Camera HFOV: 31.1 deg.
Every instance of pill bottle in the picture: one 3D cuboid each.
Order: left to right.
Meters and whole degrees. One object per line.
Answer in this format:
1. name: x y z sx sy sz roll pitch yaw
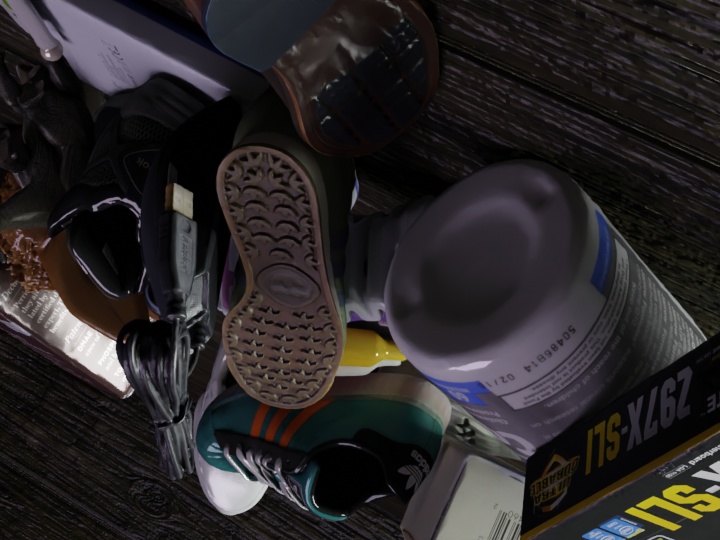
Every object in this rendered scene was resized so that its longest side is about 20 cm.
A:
1. pill bottle: 0.110 0.046 0.648 0.113 0.115 0.200 16 160 48

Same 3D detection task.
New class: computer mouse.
1. computer mouse: -0.091 -0.015 0.618 0.045 0.203 0.141 6 152 0

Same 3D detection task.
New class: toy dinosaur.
1. toy dinosaur: -0.200 -0.085 0.841 0.103 0.076 0.202 55 -163 -51

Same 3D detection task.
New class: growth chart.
1. growth chart: -0.250 -0.195 0.743 0.199 0.018 0.145 35 168 28

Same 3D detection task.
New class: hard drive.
1. hard drive: -0.095 -0.104 0.757 0.198 0.026 0.132 29 167 13

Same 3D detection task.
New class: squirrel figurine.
1. squirrel figurine: -0.202 -0.026 1.077 0.197 0.144 0.187 18 180 9

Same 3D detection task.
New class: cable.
1. cable: 0.047 0.050 0.809 0.196 0.051 0.097 8 176 -2

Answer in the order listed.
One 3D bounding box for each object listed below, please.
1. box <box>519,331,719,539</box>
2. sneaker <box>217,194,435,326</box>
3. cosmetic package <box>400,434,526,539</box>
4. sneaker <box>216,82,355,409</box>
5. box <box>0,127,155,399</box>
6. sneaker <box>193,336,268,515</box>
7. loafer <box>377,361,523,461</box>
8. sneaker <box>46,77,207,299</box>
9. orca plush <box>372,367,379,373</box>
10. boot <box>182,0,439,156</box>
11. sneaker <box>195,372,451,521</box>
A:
1. box: 0.185 0.091 0.553 0.158 0.050 0.200 23 144 -17
2. sneaker: 0.000 0.000 0.753 0.197 0.082 0.088 2 173 26
3. cosmetic package: 0.085 0.154 0.771 0.102 0.074 0.200 25 175 2
4. sneaker: -0.030 -0.019 0.663 0.066 0.091 0.202 11 141 8
5. box: -0.284 -0.010 1.229 0.199 0.166 0.165 39 165 -32
6. sneaker: -0.092 0.108 0.959 0.074 0.203 0.100 13 -151 2
7. loafer: 0.108 0.091 0.873 0.197 0.071 0.070 19 156 11
8. sneaker: -0.146 -0.046 0.785 0.076 0.115 0.199 36 169 -17
9. orca plush: 0.009 0.076 0.974 0.199 0.104 0.072 30 127 54
10. boot: -0.030 -0.116 0.528 0.097 0.074 0.200 53 -174 21
11. sneaker: -0.038 0.117 0.832 0.198 0.080 0.072 -11 129 36
